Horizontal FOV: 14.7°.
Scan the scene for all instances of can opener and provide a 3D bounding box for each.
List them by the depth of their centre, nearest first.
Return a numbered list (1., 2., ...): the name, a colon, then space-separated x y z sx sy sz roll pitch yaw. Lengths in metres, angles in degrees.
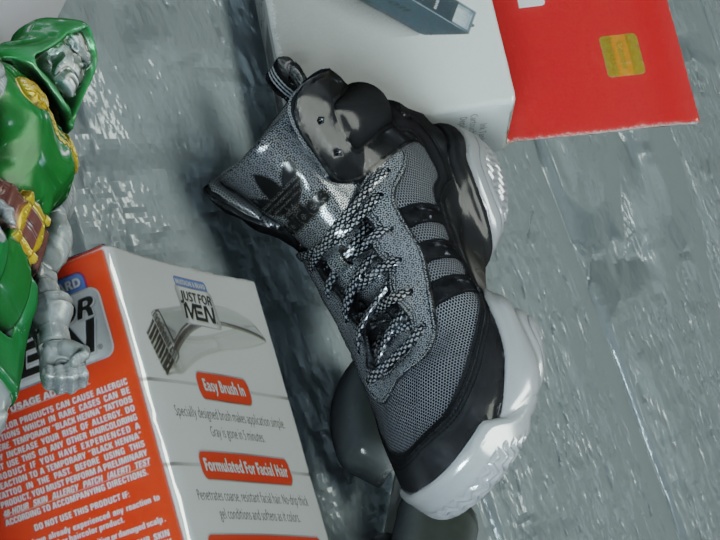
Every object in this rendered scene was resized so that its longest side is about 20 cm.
1. can opener: 0.010 0.102 1.036 0.066 0.053 0.200 27 30 -11

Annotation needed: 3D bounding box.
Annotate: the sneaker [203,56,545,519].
1. sneaker: 0.000 0.000 1.023 0.114 0.075 0.200 31 31 -26

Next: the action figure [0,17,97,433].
1. action figure: -0.103 0.008 0.726 0.118 0.054 0.201 66 27 -47

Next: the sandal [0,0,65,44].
1. sandal: -0.129 -0.077 0.803 0.079 0.059 0.208 57 41 -57

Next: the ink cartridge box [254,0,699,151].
1. ink cartridge box: 0.039 -0.144 1.171 0.045 0.175 0.201 96 -16 -63

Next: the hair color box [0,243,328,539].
1. hair color box: -0.050 0.100 0.818 0.111 0.064 0.201 16 57 -68
